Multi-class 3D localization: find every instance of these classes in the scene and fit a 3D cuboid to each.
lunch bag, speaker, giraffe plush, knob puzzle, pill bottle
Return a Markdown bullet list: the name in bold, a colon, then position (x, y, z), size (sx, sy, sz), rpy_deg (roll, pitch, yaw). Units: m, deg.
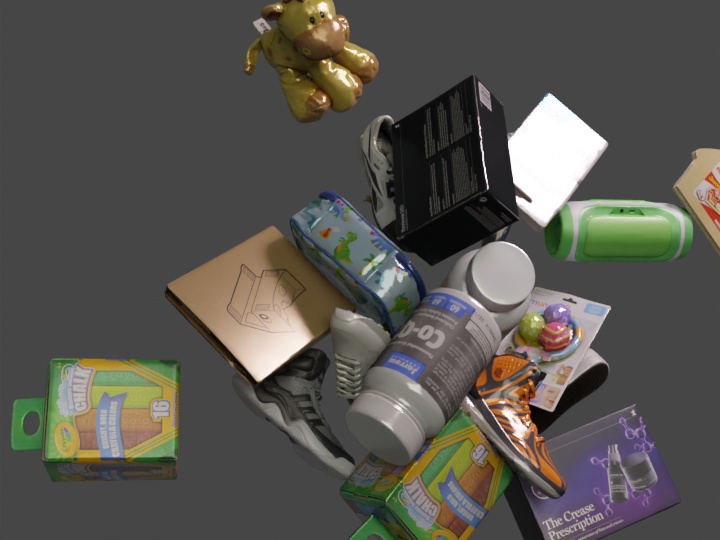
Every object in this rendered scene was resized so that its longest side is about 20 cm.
- **lunch bag**: position (0.000, 0.000, 1.448), size (0.082, 0.161, 0.200), rpy_deg (-41, 60, -14)
- **speaker**: position (0.369, -0.055, 1.597), size (0.197, 0.089, 0.090), rpy_deg (1, 69, -11)
- **giraffe plush**: position (-0.068, -0.333, 1.575), size (0.199, 0.162, 0.173), rpy_deg (35, 67, 3)
- **knob puzzle**: position (0.547, -0.093, 1.658), size (0.218, 0.030, 0.222), rpy_deg (16, 61, -30)
- **pill bottle**: position (0.074, 0.127, 1.334), size (0.113, 0.114, 0.200), rpy_deg (37, 61, 4)
- **pill bottle**: position (0.158, 0.039, 1.457), size (0.111, 0.200, 0.114), rpy_deg (4, 69, -9)

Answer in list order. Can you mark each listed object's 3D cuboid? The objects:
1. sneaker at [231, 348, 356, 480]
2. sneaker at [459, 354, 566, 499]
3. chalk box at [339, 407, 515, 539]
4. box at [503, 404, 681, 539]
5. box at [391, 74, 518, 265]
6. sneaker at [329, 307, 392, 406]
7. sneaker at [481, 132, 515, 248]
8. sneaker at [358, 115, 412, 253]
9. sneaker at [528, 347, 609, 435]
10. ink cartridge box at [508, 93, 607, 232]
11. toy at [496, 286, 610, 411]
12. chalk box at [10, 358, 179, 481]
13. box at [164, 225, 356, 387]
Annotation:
- **sneaker**: position (-0.062, 0.170, 1.431), size (0.200, 0.076, 0.114), rpy_deg (40, 70, 8)
- **sneaker**: position (0.204, 0.179, 1.379), size (0.112, 0.078, 0.200), rpy_deg (-41, 74, -6)
- **chalk box**: position (0.068, 0.279, 1.371), size (0.125, 0.123, 0.200), rpy_deg (49, 66, -17)
- **box**: position (0.295, 0.281, 1.461), size (0.198, 0.079, 0.142), rpy_deg (-19, 71, -17)
- **box**: position (0.118, -0.129, 1.433), size (0.079, 0.140, 0.202), rpy_deg (37, 39, -39)
- **sneaker**: position (0.000, 0.122, 1.402), size (0.076, 0.201, 0.081), rpy_deg (22, 64, 31)
- **sneaker**: position (0.184, -0.114, 1.597), size (0.084, 0.077, 0.202), rpy_deg (13, 58, 1)
- **sneaker**: position (0.050, -0.123, 1.561), size (0.073, 0.089, 0.202), rpy_deg (-17, 75, -18)
- **sneaker**: position (0.234, 0.164, 1.510), size (0.199, 0.073, 0.085), rpy_deg (-29, 42, -11)
- **ink cartridge box**: position (0.243, -0.139, 1.539), size (0.116, 0.067, 0.200), rpy_deg (41, 56, 2)
- **toy**: position (0.244, 0.090, 1.493), size (0.114, 0.047, 0.201), rpy_deg (16, 53, 28)
- **chalk box**: position (-0.319, 0.182, 1.343), size (0.197, 0.124, 0.126), rpy_deg (1, 69, -11)
- **box**: position (-0.119, 0.039, 1.380), size (0.163, 0.021, 0.199), rpy_deg (43, 43, 13)
